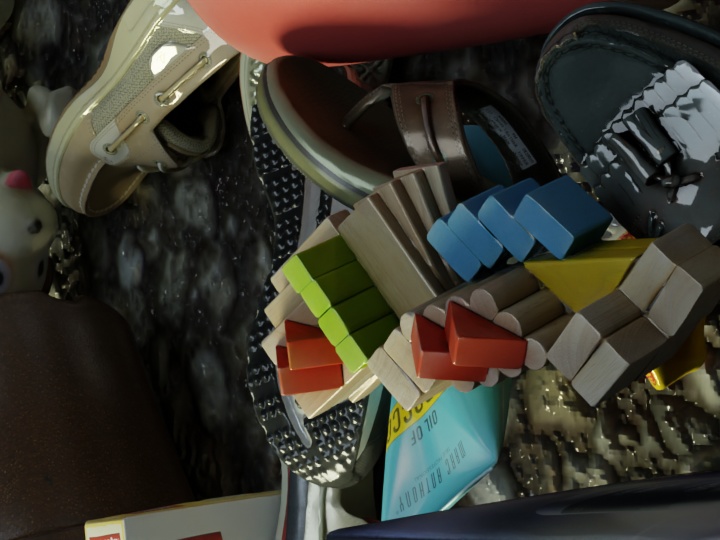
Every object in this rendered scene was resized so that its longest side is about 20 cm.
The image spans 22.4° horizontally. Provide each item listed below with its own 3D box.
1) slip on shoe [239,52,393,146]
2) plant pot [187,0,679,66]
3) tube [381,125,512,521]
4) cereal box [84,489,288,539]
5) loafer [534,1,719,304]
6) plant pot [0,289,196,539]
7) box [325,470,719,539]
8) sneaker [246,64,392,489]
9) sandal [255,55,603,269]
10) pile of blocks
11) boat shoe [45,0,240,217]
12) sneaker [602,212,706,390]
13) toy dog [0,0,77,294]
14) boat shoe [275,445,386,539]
[{"bbox_3d":[-0.020,-0.143,0.860,0.061,0.074,0.201,-111,23,-74],"label":"slip on shoe"},{"bbox_3d":[0.040,-0.173,0.699,0.177,0.200,0.201,10,99,39],"label":"plant pot"},{"bbox_3d":[0.039,0.024,0.724,0.078,0.050,0.200,-56,17,41],"label":"tube"},{"bbox_3d":[-0.049,0.205,0.843,0.039,0.144,0.201,-13,83,48],"label":"cereal box"},{"bbox_3d":[0.138,-0.014,0.607,0.200,0.063,0.072,39,124,1],"label":"loafer"},{"bbox_3d":[-0.171,0.131,0.954,0.200,0.200,0.199,-46,52,40],"label":"plant pot"},{"bbox_3d":[0.129,0.130,0.593,0.198,0.200,0.124,-7,86,48],"label":"box"},{"bbox_3d":[0.000,0.000,0.798,0.074,0.080,0.201,-16,62,34],"label":"sneaker"},{"bbox_3d":[0.046,-0.038,0.685,0.201,0.080,0.057,31,111,31],"label":"sandal"},{"bbox_3d":[0.026,0.008,0.616,0.200,0.062,0.082,-10,101,45],"label":"pile of blocks"},{"bbox_3d":[-0.107,-0.080,0.951,0.065,0.072,0.200,49,137,9],"label":"boat shoe"},{"bbox_3d":[0.152,-0.036,0.668,0.077,0.073,0.200,48,134,19],"label":"sneaker"},{"bbox_3d":[-0.249,-0.057,1.046,0.194,0.139,0.200,-40,66,15],"label":"toy dog"},{"bbox_3d":[0.002,0.115,0.840,0.062,0.071,0.201,-14,78,46],"label":"boat shoe"}]
